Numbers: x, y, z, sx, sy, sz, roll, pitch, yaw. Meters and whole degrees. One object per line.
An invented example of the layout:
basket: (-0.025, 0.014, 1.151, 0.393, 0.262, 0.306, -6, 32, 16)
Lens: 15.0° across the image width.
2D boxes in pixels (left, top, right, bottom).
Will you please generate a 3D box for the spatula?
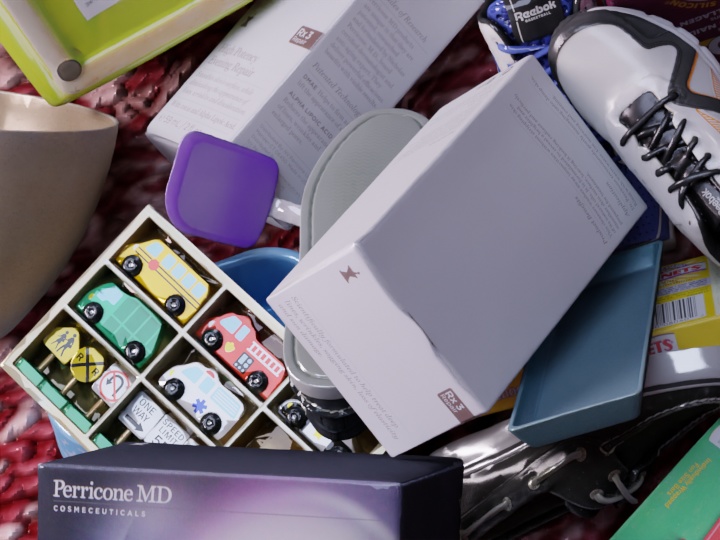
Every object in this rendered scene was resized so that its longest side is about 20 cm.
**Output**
spatula: (-0.014, -0.024, 1.537, 0.199, 0.021, 0.057, 17, 92, -11)

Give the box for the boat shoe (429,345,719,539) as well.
boat shoe: (0.124, 0.098, 1.442, 0.200, 0.071, 0.064, -28, 64, 34)

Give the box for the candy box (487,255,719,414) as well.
candy box: (0.114, 0.039, 1.485, 0.199, 0.102, 0.027, -15, 105, 10)

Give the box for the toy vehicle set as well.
toy vehicle set: (-0.088, 0.074, 1.507, 0.200, 0.027, 0.124, 42, 88, 18)

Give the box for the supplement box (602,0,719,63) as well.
supplement box: (0.186, -0.193, 1.510, 0.130, 0.200, 0.104, -21, 61, 7)

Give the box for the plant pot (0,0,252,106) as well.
plant pot: (-0.160, -0.227, 1.610, 0.199, 0.199, 0.182, -28, 40, 5)

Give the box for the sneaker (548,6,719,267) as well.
sneaker: (0.179, -0.063, 1.450, 0.200, 0.080, 0.074, 42, 113, 2)

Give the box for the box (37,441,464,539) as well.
box: (-0.057, 0.194, 1.399, 0.199, 0.123, 0.200, 1, 91, 18)

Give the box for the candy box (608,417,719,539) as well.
candy box: (0.233, 0.174, 1.385, 0.200, 0.077, 0.169, 39, 79, 28)

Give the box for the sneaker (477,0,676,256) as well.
sneaker: (0.109, -0.102, 1.536, 0.080, 0.115, 0.200, -20, 64, 8)

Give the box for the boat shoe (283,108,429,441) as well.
boat shoe: (0.000, 0.000, 1.489, 0.075, 0.060, 0.201, 10, 54, 16)

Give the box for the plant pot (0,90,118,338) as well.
plant pot: (-0.247, -0.032, 1.593, 0.199, 0.200, 0.135, 11, 101, 22)

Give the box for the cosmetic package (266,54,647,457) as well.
cosmetic package: (0.054, -0.010, 1.424, 0.081, 0.113, 0.200, -29, 12, 46)

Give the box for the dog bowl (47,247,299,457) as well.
dog bowl: (-0.092, 0.053, 1.563, 0.199, 0.050, 0.112, -20, 60, 8)

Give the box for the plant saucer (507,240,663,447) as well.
plant saucer: (0.121, 0.037, 1.409, 0.070, 0.019, 0.200, -18, 19, 16)

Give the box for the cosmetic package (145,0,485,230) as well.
cosmetic package: (-0.023, -0.126, 1.597, 0.200, 0.074, 0.102, -52, 32, -10)
